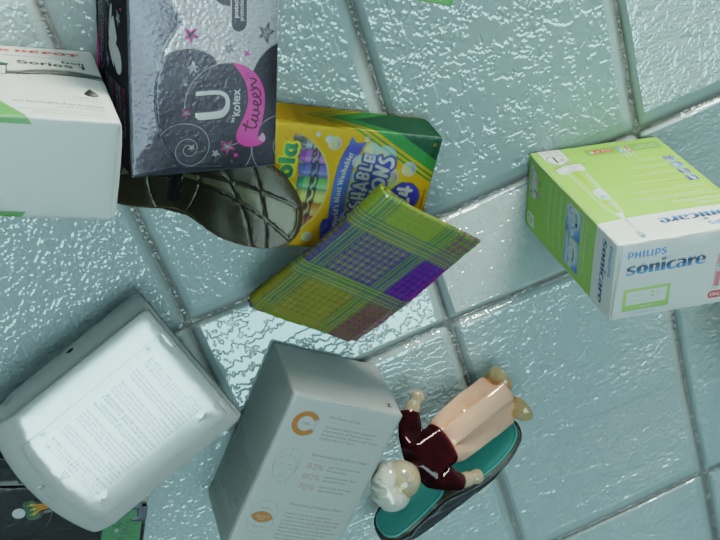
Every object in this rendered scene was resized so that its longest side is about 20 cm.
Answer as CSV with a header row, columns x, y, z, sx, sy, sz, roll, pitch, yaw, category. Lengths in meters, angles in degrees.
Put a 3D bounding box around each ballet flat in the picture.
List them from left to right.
x,y,z,sx,sy,sz,roll,pitch,yaw,category
0.101,0.238,1.398,0.200,0.073,0.073,-39,123,-2,ballet flat

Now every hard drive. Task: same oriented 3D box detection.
x,y,z,sx,sy,sz,roll,pitch,yaw,category
-0.318,0.236,1.266,0.200,0.038,0.140,1,118,-18,hard drive

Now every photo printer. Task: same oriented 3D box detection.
x,y,z,sx,sy,sz,roll,pitch,yaw,category
-0.240,0.144,1.195,0.200,0.069,0.166,-40,113,-6,photo printer

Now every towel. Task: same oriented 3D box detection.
x,y,z,sx,sy,sz,roll,pitch,yaw,category
0.000,0.000,1.200,0.144,0.023,0.200,23,130,-38,towel

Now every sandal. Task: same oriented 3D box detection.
x,y,z,sx,sy,sz,roll,pitch,yaw,category
-0.147,-0.076,1.121,0.200,0.055,0.082,11,105,4,sandal

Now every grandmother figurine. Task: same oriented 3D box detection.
x,y,z,sx,sy,sz,roll,pitch,yaw,category
0.086,0.181,1.314,0.200,0.061,0.121,-37,83,-26,grandmother figurine

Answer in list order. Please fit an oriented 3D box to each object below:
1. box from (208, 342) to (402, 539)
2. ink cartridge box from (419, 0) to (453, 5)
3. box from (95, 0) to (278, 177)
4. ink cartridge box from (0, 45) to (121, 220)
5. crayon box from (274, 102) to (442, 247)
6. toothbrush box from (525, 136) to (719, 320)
x,y,z,sx,sy,sz,roll,pitch,yaw,category
-0.061,0.193,1.292,0.124,0.098,0.200,15,113,-25,box
0.040,-0.335,1.000,0.084,0.146,0.200,5,117,-21,ink cartridge box
-0.142,-0.190,1.024,0.132,0.115,0.200,-7,117,-23,box
-0.276,-0.115,0.986,0.146,0.200,0.084,1,115,-20,ink cartridge box
-0.035,-0.087,1.171,0.200,0.052,0.126,4,117,-20,crayon box
0.266,-0.047,1.208,0.145,0.200,0.086,-9,120,-15,toothbrush box
